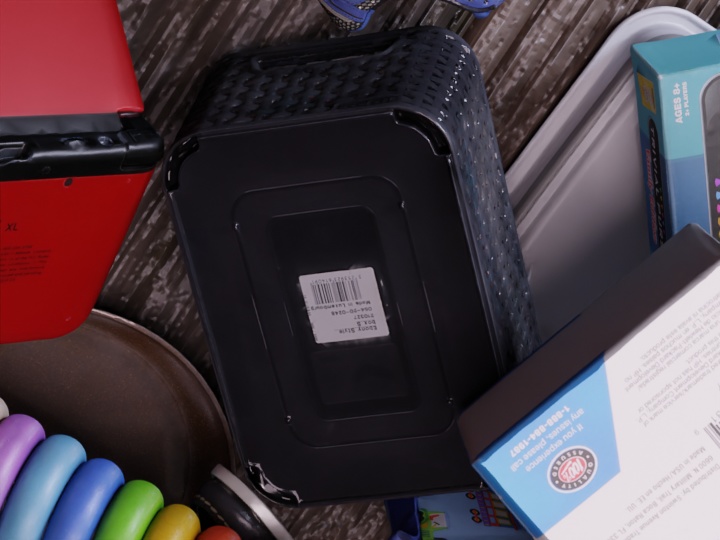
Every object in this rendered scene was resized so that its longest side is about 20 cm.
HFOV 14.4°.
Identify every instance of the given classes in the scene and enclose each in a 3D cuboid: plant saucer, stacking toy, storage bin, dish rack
[{"bbox_3d":[-0.162,0.101,1.401,0.200,0.032,0.200,-5,115,-11],"label":"plant saucer"},{"bbox_3d":[-0.107,0.132,1.325,0.200,0.085,0.085,24,108,4],"label":"stacking toy"},{"bbox_3d":[0.000,0.000,1.333,0.135,0.094,0.200,-7,118,15],"label":"storage bin"},{"bbox_3d":[0.150,-0.013,1.412,0.172,0.044,0.200,31,103,-22],"label":"dish rack"}]

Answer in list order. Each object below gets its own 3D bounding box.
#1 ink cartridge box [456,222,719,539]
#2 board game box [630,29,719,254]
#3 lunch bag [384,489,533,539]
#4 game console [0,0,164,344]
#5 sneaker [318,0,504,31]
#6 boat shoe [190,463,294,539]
[{"bbox_3d":[0.162,0.104,1.271,0.146,0.084,0.200,-39,102,3],"label":"ink cartridge box"},{"bbox_3d":[0.237,-0.050,1.365,0.200,0.047,0.151,-12,115,-8],"label":"board game box"},{"bbox_3d":[0.096,0.176,1.418,0.200,0.151,0.094,28,115,-21],"label":"lunch bag"},{"bbox_3d":[-0.201,-0.061,1.258,0.200,0.119,0.172,-5,134,-40],"label":"game console"},{"bbox_3d":[0.065,-0.158,1.312,0.200,0.075,0.079,-8,110,1],"label":"sneaker"},{"bbox_3d":[-0.053,0.175,1.412,0.060,0.074,0.200,-34,141,-15],"label":"boat shoe"}]
